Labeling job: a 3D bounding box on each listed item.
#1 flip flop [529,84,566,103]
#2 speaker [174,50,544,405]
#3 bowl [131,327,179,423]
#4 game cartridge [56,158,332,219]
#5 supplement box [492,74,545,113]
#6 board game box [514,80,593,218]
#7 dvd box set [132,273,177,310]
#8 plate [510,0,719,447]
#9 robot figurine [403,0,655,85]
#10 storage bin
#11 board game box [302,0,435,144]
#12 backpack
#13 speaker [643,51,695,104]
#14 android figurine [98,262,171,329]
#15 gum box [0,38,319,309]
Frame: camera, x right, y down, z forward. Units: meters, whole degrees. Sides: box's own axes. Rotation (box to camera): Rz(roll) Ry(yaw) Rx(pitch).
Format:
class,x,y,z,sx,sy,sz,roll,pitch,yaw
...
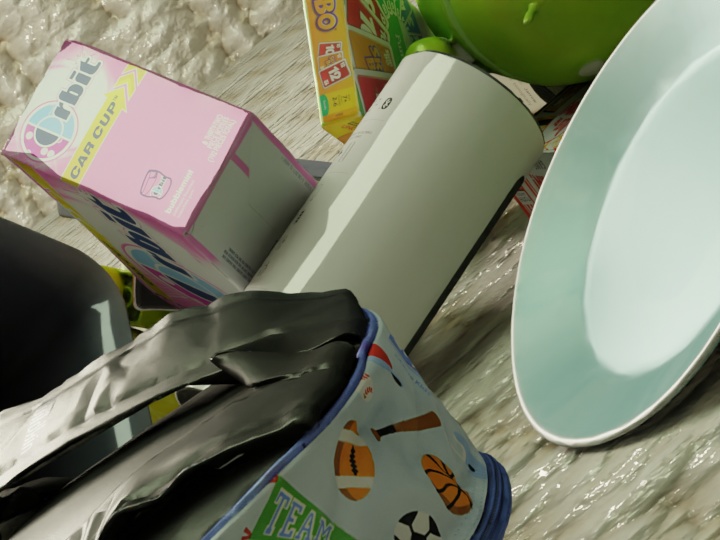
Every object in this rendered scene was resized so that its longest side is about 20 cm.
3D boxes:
class,x,y,z,sx,sy,sz,roll,pitch,yaw
flip flop,0.174,-0.151,1.402,0.200,0.081,0.058,-43,-16,-10
speaker,0.000,0.000,1.186,0.201,0.081,0.081,-56,16,-20
bowl,-0.189,0.090,1.495,0.200,0.108,0.200,-37,11,8
game cartridge,-0.056,-0.043,1.449,0.199,0.039,0.129,8,10,32
supplement box,0.153,-0.173,1.539,0.200,0.074,0.126,-26,15,50
board game box,0.166,-0.102,1.260,0.200,0.046,0.151,-41,11,-10
dvd box set,-0.050,-0.012,1.458,0.145,0.030,0.200,0,11,-1
plate,0.118,-0.025,0.976,0.200,0.025,0.201,-52,25,37
robot figurine,0.088,-0.151,1.282,0.176,0.116,0.200,-46,11,-1
storage bin,-0.202,0.088,1.330,0.134,0.145,0.201,-44,42,26
board game box,0.024,-0.089,1.321,0.030,0.096,0.200,-15,-20,18
backpack,-0.042,0.105,0.789,0.190,0.154,0.200,-43,14,20
speaker,0.178,-0.123,1.112,0.088,0.088,0.201,-29,26,42
android figurine,-0.145,0.012,1.560,0.181,0.041,0.200,10,0,30
gum box,-0.070,-0.023,1.251,0.113,0.200,0.066,23,77,31
